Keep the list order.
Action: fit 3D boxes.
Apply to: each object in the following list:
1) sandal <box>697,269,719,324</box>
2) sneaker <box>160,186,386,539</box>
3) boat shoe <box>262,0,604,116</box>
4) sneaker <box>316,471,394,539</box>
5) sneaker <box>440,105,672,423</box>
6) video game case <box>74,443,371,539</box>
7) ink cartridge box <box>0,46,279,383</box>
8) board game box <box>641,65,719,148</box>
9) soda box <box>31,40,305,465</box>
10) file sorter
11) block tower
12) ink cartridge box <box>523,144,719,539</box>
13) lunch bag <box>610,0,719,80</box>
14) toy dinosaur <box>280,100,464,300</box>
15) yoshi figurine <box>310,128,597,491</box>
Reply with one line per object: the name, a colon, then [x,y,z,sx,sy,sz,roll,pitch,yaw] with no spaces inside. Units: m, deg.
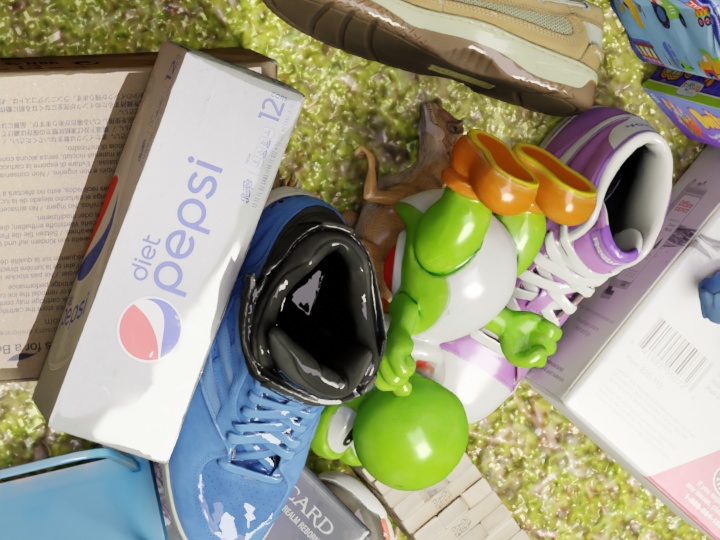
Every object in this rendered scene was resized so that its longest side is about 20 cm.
sandal: [0.247,-0.024,1.327,0.087,0.079,0.201,27,90,-14]
sneaker: [-0.044,0.063,1.258,0.076,0.111,0.201,16,97,-19]
boat shoe: [0.041,-0.148,1.348,0.199,0.072,0.077,18,78,-21]
sneaker: [-0.034,0.211,1.365,0.082,0.077,0.201,-2,104,-55]
sneaker: [0.101,0.001,1.360,0.072,0.114,0.201,28,93,-19]
video game case: [-0.113,0.163,1.347,0.200,0.019,0.143,-45,78,-4]
ink cartridge box: [-0.144,-0.030,1.309,0.199,0.075,0.166,-3,102,-16]
board game box: [0.244,-0.121,1.329,0.045,0.200,0.135,44,87,-17]
soda box: [-0.099,-0.010,1.252,0.068,0.063,0.201,19,95,-18]
file sorter: [-0.164,0.202,1.272,0.138,0.123,0.201,-13,81,3]
block tower: [0.067,0.162,1.404,0.054,0.058,0.200,-39,112,-8]
ink cartridge box: [0.213,0.034,1.410,0.146,0.083,0.200,41,88,-17]
lunch bag: [0.230,-0.200,1.337,0.200,0.151,0.094,-39,107,-5]
toy dinosaur: [0.000,0.000,1.360,0.106,0.060,0.201,21,94,-19]
yoshi figurine: [0.048,0.034,1.293,0.112,0.112,0.201,30,109,-6]
